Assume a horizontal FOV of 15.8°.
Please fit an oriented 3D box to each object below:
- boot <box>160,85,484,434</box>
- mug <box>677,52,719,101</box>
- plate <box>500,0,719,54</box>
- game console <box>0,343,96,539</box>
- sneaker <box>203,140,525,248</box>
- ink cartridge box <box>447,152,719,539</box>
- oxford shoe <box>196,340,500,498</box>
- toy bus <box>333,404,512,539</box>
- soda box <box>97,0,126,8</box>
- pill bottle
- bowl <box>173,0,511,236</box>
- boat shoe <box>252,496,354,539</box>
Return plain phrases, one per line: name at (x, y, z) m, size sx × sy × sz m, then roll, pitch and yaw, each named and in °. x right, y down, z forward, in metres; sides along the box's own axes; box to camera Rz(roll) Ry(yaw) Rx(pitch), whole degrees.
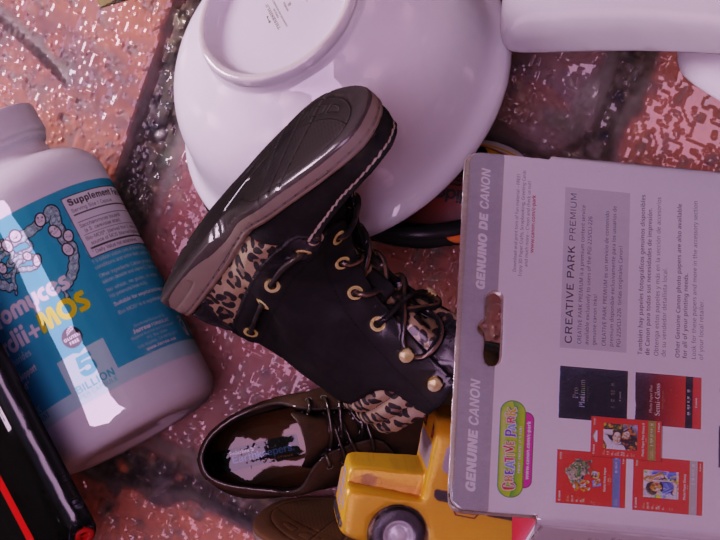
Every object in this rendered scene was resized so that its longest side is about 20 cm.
boot at (0.000, 0.000, 1.336) m, size 0.150 × 0.073 × 0.200 m, roll 36°, pitch 136°, yaw -12°
mug at (0.221, -0.173, 1.343) m, size 0.199 × 0.148 × 0.176 m, roll 30°, pitch 104°, yaw 15°
plate at (0.150, -0.211, 1.316) m, size 0.199 × 0.032 × 0.201 m, roll 6°, pitch 84°, yaw 47°
game console at (-0.214, 0.079, 1.487) m, size 0.031 × 0.177 × 0.201 m, roll -26°, pitch 83°, yaw -25°
sneaker at (-0.004, -0.049, 1.446) m, size 0.198 × 0.090 × 0.071 m, roll 4°, pitch 94°, yaw 17°
ink cartridge box at (0.129, 0.050, 1.347) m, size 0.174 × 0.084 × 0.202 m, roll 6°, pitch 68°, yaw -4°
oxford shoe at (0.001, 0.091, 1.455) m, size 0.199 × 0.084 × 0.073 m, roll -20°, pitch 85°, yaw 15°
toy bus at (0.089, 0.123, 1.403) m, size 0.198 × 0.065 × 0.079 m, roll 11°, pitch 98°, yaw -5°
soda box at (-0.067, -0.212, 1.442) m, size 0.199 × 0.068 × 0.064 m, roll -19°, pitch 93°, yaw 34°
pill bottle at (-0.174, 0.007, 1.492) m, size 0.110 × 0.111 × 0.201 m, roll -31°, pitch 83°, yaw 16°
bowl at (-0.026, -0.118, 1.402) m, size 0.200 × 0.090 × 0.202 m, roll -14°, pitch 55°, yaw 22°
boat shoe at (0.029, 0.186, 1.457) m, size 0.199 × 0.074 × 0.070 m, roll 17°, pitch 121°, yaw 22°
